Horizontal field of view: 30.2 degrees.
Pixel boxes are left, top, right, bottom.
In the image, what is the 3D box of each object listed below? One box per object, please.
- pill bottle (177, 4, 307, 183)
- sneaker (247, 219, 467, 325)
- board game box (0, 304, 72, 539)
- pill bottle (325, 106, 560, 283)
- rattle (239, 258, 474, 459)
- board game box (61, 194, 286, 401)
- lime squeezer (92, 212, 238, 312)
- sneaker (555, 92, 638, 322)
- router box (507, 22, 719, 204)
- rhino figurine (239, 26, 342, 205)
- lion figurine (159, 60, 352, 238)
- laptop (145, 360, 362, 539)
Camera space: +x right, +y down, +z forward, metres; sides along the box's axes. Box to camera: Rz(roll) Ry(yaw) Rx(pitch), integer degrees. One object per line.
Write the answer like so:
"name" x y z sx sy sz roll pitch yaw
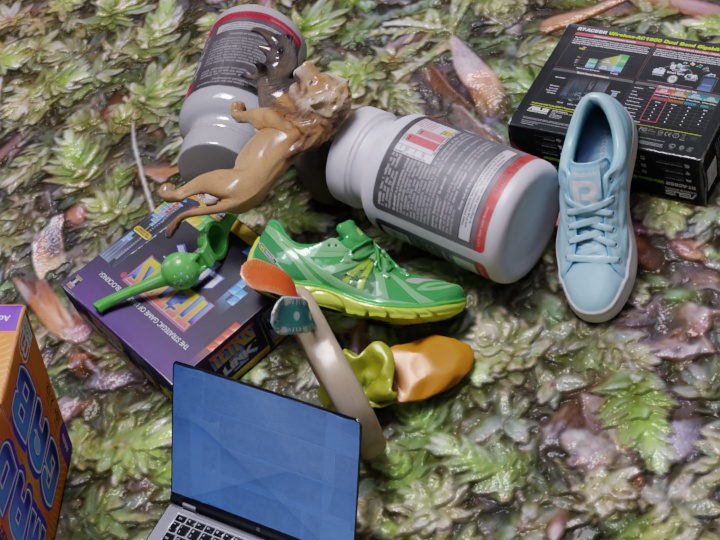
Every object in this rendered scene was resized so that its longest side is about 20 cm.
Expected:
"pill bottle" -0.126 -0.173 1.387 0.110 0.111 0.201 -2 49 17
"sneaker" 0.000 0.000 1.170 0.198 0.074 0.084 13 85 -2
"board game box" -0.365 0.167 1.081 0.198 0.201 0.201 0 49 2
"pill bottle" 0.073 -0.075 1.216 0.199 0.116 0.116 25 61 30
"rattle" 0.005 0.047 1.077 0.142 0.201 0.131 -17 33 8
"board game box" -0.162 0.022 1.264 0.165 0.057 0.200 -40 49 -19
"lime squeezer" -0.155 -0.017 1.242 0.200 0.038 0.071 -42 17 -17
"sneaker" 0.196 -0.059 1.153 0.073 0.082 0.202 -5 73 28
"router box" 0.260 -0.153 1.265 0.199 0.062 0.150 15 58 30
"rhino figurine" -0.053 -0.155 1.317 0.087 0.201 0.060 -34 5 -21
"lion figurine" -0.092 -0.102 1.221 0.122 0.072 0.201 14 66 46
"laptop" -0.108 0.204 1.041 0.186 0.116 0.201 14 55 30
